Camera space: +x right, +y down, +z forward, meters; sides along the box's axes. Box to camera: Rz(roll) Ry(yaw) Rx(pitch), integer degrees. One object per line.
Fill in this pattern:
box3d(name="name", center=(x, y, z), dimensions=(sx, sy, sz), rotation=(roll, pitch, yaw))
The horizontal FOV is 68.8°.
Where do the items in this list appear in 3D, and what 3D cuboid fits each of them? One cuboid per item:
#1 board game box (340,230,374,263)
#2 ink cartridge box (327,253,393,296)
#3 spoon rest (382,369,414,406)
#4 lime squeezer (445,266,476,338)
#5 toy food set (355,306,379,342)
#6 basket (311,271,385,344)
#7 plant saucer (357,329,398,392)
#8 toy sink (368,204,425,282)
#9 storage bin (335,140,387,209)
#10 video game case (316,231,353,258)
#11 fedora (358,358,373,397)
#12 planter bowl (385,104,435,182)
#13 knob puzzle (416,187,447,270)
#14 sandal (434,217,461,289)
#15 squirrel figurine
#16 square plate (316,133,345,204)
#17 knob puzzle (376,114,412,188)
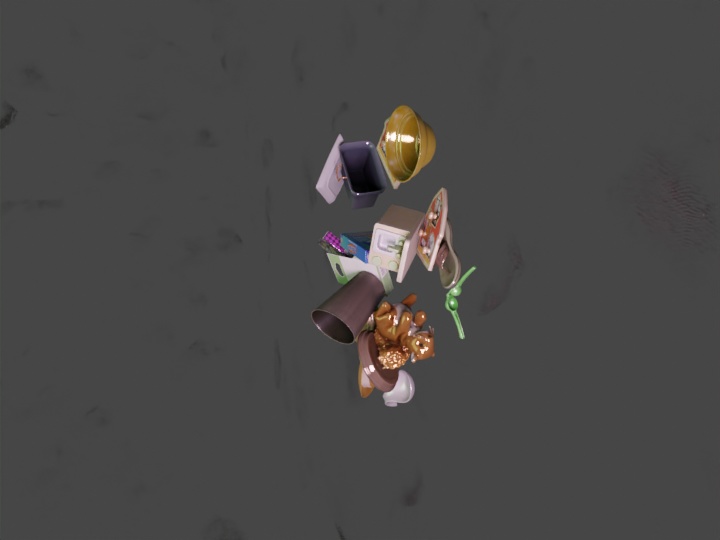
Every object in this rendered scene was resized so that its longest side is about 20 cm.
box3d(name="board game box", center=(0.043, -0.076, 1.636), dimensions=(0.200, 0.151, 0.045), rotation=(-141, 49, -60))
box3d(name="ink cartridge box", center=(0.000, 0.000, 1.703), dimensions=(0.199, 0.048, 0.146), rotation=(16, 143, 33))
box3d(name="spoon rest", center=(0.119, 0.389, 1.684), dimensions=(0.200, 0.060, 0.100), rotation=(116, 141, -52))
box3d(name="lime squeezer", center=(0.247, 0.072, 1.340), dimensions=(0.071, 0.038, 0.201), rotation=(-136, 46, -56))
box3d(name="toy food set", center=(-0.004, 0.156, 1.783), dimensions=(0.198, 0.048, 0.201), rotation=(56, 140, 34))
box3d(name="basket", center=(-0.024, 0.108, 1.622), dimensions=(0.180, 0.200, 0.136), rotation=(9, 135, 46))
box3d(name="plant saucer", center=(0.059, 0.268, 1.591), dimensions=(0.029, 0.200, 0.201), rotation=(-29, 63, 24))
box3d(name="toy sink", center=(0.093, -0.078, 1.443), dimensions=(0.200, 0.111, 0.131), rotation=(-57, -20, -55))
box3d(name="storage bin", center=(-0.010, -0.303, 1.743), dimensions=(0.134, 0.145, 0.201), rotation=(108, 148, -62))
box3d(name="video game case", center=(-0.055, -0.053, 1.817), dimensions=(0.036, 0.200, 0.181), rotation=(-52, 8, -10))
box3d(name="fedora", center=(0.056, 0.321, 1.698), dimensions=(0.200, 0.081, 0.202), rotation=(6, -90, -72))
box3d(name="planter bowl", center=(0.146, -0.340, 1.419), dimensions=(0.200, 0.083, 0.202), rotation=(174, 90, -66))
box3d(name="knob puzzle", center=(0.182, -0.120, 1.371), dimensions=(0.220, 0.030, 0.221), rotation=(-168, 90, -83))
box3d(name="sandal", center=(0.208, -0.046, 1.364), dimensions=(0.080, 0.057, 0.202), rotation=(-41, 53, 56))
box3d(name="squirrel figurine", center=(0.129, 0.198, 1.526), dimensions=(0.187, 0.141, 0.201), rotation=(48, 123, 28))
box3d(name="square plate", center=(-0.081, -0.342, 1.818), dimensions=(0.198, 0.028, 0.201), rotation=(42, -110, -77))
box3d(name="knob puzzle", center=(0.101, -0.375, 1.564), dimensions=(0.219, 0.030, 0.221), rotation=(175, 90, -67))
